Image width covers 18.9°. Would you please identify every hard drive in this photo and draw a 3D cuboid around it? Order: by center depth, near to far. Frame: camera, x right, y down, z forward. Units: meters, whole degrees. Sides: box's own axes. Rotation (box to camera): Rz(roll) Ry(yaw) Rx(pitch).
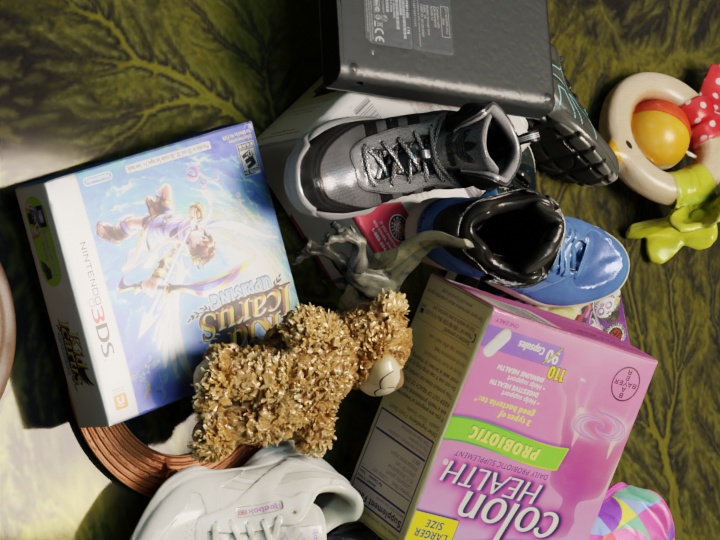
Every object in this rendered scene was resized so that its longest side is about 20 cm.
[{"bbox_3d":[0.061,-0.201,1.715,0.198,0.033,0.141,6,71,-27],"label":"hard drive"}]

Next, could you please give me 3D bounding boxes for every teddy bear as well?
[{"bbox_3d":[-0.042,0.083,1.605,0.199,0.067,0.146,-3,118,-38],"label":"teddy bear"}]

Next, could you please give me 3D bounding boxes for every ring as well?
[{"bbox_3d":[-0.135,0.074,1.644,0.199,0.019,0.203,4,84,-38],"label":"ring"}]

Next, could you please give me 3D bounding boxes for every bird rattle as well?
[{"bbox_3d":[0.294,-0.118,1.966,0.162,0.113,0.201,29,64,-16],"label":"bird rattle"}]

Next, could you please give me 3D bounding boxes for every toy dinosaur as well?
[{"bbox_3d":[0.000,0.000,1.670,0.088,0.200,0.048,34,47,-13],"label":"toy dinosaur"}]

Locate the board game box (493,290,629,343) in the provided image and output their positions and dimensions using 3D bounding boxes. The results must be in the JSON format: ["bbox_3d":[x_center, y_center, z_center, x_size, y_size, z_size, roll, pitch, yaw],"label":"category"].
[{"bbox_3d":[0.131,0.074,1.773,0.199,0.032,0.121,-24,121,-21],"label":"board game box"}]

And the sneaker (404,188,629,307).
[{"bbox_3d":[0.143,-0.015,1.683,0.198,0.111,0.077,16,85,-25],"label":"sneaker"}]

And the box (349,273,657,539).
[{"bbox_3d":[0.110,0.128,1.705,0.175,0.097,0.202,18,97,-33],"label":"box"}]

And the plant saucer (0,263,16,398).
[{"bbox_3d":[-0.316,0.039,1.488,0.199,0.037,0.203,5,82,-38],"label":"plant saucer"}]

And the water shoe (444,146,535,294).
[{"bbox_3d":[0.125,-0.024,1.826,0.071,0.079,0.202,29,69,-35],"label":"water shoe"}]

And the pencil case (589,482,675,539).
[{"bbox_3d":[0.181,0.250,1.847,0.199,0.088,0.089,-24,101,-40],"label":"pencil case"}]

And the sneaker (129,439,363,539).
[{"bbox_3d":[-0.084,0.186,1.618,0.199,0.099,0.076,-22,127,-38],"label":"sneaker"}]

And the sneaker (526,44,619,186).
[{"bbox_3d":[0.163,-0.152,1.871,0.200,0.075,0.080,43,56,-27],"label":"sneaker"}]

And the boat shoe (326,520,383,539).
[{"bbox_3d":[-0.010,0.236,1.701,0.199,0.065,0.073,-6,88,-40],"label":"boat shoe"}]

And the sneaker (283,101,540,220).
[{"bbox_3d":[0.043,-0.088,1.636,0.199,0.113,0.076,-14,95,-38],"label":"sneaker"}]

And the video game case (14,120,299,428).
[{"bbox_3d":[-0.142,0.000,1.604,0.199,0.045,0.183,-20,100,-39],"label":"video game case"}]

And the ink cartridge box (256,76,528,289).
[{"bbox_3d":[0.027,-0.103,1.750,0.200,0.083,0.146,-46,113,-32],"label":"ink cartridge box"}]
